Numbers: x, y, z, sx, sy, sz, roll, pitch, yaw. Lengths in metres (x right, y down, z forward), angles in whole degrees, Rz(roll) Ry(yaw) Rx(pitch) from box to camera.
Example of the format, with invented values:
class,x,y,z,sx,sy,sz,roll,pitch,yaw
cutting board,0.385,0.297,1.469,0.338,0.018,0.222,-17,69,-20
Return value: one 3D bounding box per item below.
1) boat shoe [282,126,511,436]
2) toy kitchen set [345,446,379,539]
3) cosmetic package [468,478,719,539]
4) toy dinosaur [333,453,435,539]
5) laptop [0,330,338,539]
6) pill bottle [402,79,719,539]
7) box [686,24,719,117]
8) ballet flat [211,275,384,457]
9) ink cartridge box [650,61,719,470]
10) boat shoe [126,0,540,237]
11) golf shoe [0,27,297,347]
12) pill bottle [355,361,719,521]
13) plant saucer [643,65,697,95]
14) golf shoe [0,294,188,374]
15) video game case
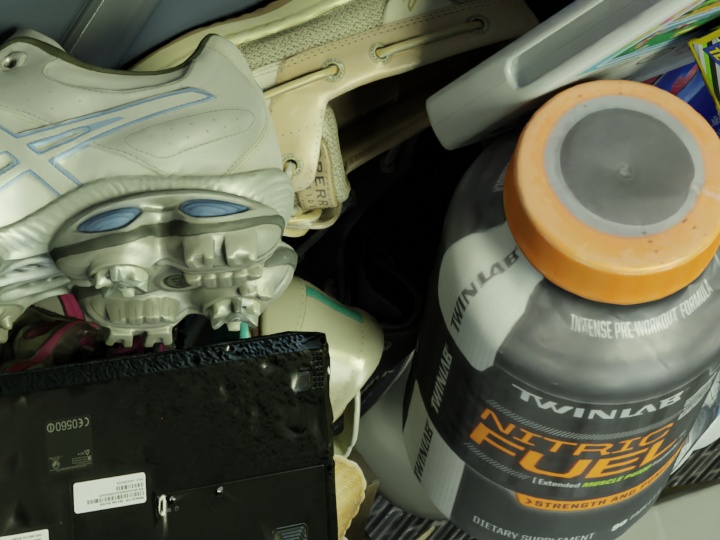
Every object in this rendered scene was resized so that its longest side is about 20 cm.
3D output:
class,x,y,z,sx,sy,sz,roll,pitch,yaw
boat shoe,0.000,0.000,0.984,0.200,0.073,0.063,-55,179,27
toy kitchen set,-0.073,0.176,1.104,0.180,0.163,0.200,-24,152,-25
cosmetic package,0.081,0.154,1.050,0.090,0.107,0.200,-14,176,39
toy dinosaur,-0.037,0.101,0.920,0.101,0.058,0.200,-36,144,9
laptop,-0.103,0.125,0.845,0.177,0.201,0.103,-7,-173,-40
pill bottle,0.074,0.015,0.896,0.106,0.106,0.200,-28,158,-18
box,0.177,-0.064,0.907,0.064,0.070,0.200,-25,177,20
ballet flat,-0.040,0.077,0.987,0.069,0.070,0.200,-18,150,-34
ink cartridge box,0.133,-0.007,1.020,0.099,0.039,0.200,-45,151,-27
boat shoe,-0.029,-0.048,0.893,0.199,0.065,0.072,-32,155,-10
golf shoe,-0.121,-0.026,0.807,0.199,0.098,0.078,-4,157,-5
pill bottle,0.088,0.048,1.152,0.200,0.112,0.112,-2,139,-51
plant saucer,0.163,-0.134,1.013,0.200,0.051,0.201,-29,153,-16
golf shoe,-0.120,0.032,0.921,0.200,0.092,0.073,10,97,-78
video game case,0.143,-0.105,0.856,0.199,0.024,0.182,-22,174,-38
